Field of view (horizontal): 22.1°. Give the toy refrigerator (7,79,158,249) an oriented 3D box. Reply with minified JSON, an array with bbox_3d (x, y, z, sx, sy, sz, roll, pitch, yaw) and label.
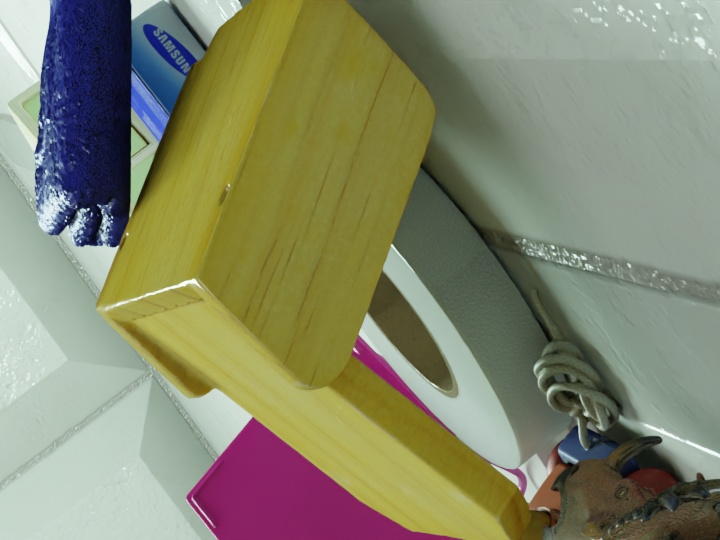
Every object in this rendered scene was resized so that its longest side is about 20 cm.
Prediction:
[{"bbox_3d":[-0.187,-0.078,1.428,0.200,0.076,0.070,47,167,31],"label":"toy refrigerator"}]

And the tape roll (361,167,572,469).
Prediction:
[{"bbox_3d":[0.028,0.010,0.921,0.203,0.037,0.203,50,168,15],"label":"tape roll"}]

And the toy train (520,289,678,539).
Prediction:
[{"bbox_3d":[0.082,0.121,0.832,0.200,0.116,0.085,56,168,-18],"label":"toy train"}]

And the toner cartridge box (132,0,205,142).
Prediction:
[{"bbox_3d":[-0.074,-0.060,1.104,0.200,0.043,0.095,52,168,3],"label":"toner cartridge box"}]

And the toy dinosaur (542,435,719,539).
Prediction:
[{"bbox_3d":[0.155,0.144,0.685,0.199,0.136,0.086,20,162,7],"label":"toy dinosaur"}]

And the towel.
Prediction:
[{"bbox_3d":[-0.137,-0.117,0.902,0.148,0.049,0.201,131,138,-79],"label":"towel"}]

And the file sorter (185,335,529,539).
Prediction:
[{"bbox_3d":[0.030,0.154,1.044,0.200,0.139,0.125,45,-172,39],"label":"file sorter"}]

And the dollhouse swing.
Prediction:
[{"bbox_3d":[0.000,0.000,0.792,0.175,0.182,0.200,24,168,-15],"label":"dollhouse swing"}]
